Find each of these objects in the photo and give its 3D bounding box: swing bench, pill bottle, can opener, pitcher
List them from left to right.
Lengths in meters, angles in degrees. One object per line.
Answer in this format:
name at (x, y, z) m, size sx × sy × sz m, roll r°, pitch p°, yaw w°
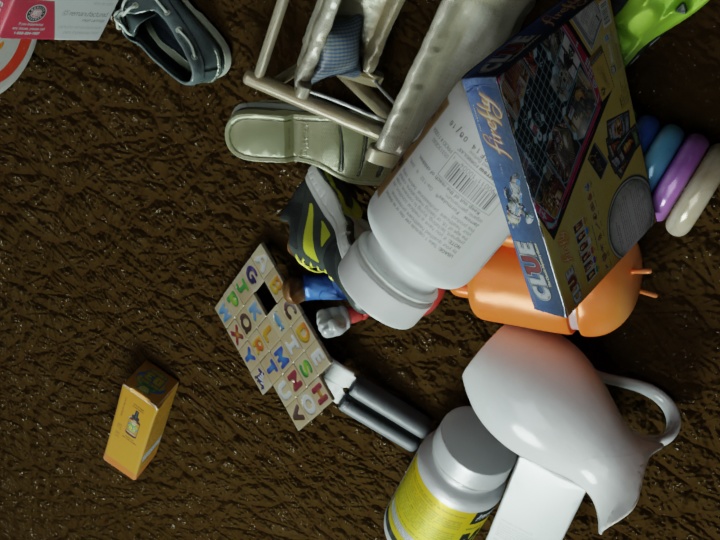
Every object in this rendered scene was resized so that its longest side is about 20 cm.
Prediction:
can opener at (0.000, 0.149, 1.052) m, size 0.199 × 0.067 × 0.053 m, roll 34°, pitch 121°, yaw -3°
swing bench at (0.032, -0.214, 0.737) m, size 0.198 × 0.130 × 0.200 m, roll 33°, pitch 130°, yaw 7°
pill bottle at (0.071, -0.051, 0.728) m, size 0.114 × 0.114 × 0.201 m, roll 39°, pitch 114°, yaw 1°
pill bottle at (0.107, 0.263, 1.022) m, size 0.113 × 0.114 × 0.202 m, roll 29°, pitch 131°, yaw 10°
pitcher at (0.216, 0.133, 0.856) m, size 0.200 × 0.171 × 0.122 m, roll 43°, pitch 142°, yaw 16°

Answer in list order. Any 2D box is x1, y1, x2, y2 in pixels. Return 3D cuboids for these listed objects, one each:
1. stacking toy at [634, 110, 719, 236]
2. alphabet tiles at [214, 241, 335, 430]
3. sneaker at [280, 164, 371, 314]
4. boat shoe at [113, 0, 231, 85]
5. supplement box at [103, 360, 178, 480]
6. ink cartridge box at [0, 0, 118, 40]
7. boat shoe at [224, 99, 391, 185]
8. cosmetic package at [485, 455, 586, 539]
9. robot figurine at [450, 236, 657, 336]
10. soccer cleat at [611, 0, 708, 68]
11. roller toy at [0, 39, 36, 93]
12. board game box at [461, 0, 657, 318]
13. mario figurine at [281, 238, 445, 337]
stacking toy at (0.213, -0.113, 0.739) m, size 0.198 × 0.085 × 0.086 m, roll 32°, pitch 132°, yaw 16°
alphabet tiles at (-0.104, 0.091, 1.044) m, size 0.202 × 0.007 × 0.167 m, roll 59°, pitch 139°, yaw 13°
sneaker at (-0.025, -0.021, 0.874) m, size 0.074 × 0.201 × 0.085 m, roll 25°, pitch 120°, yaw -39°
boat shoe at (-0.225, -0.272, 0.892) m, size 0.200 × 0.062 × 0.073 m, roll 43°, pitch 135°, yaw -1°
supplement box at (-0.335, 0.230, 1.291) m, size 0.066 × 0.069 × 0.201 m, roll 32°, pitch 133°, yaw 6°
ink cartridge box at (-0.276, -0.322, 0.793) m, size 0.086 × 0.147 × 0.201 m, roll 44°, pitch 116°, yaw 9°
boat shoe at (-0.035, -0.141, 0.865) m, size 0.197 × 0.069 × 0.076 m, roll 12°, pitch 123°, yaw -3°
cosmetic package at (0.205, 0.254, 0.963) m, size 0.080 × 0.113 × 0.202 m, roll 21°, pitch 127°, yaw 15°
robot figurine at (0.178, -0.001, 0.806) m, size 0.197 × 0.117 × 0.146 m, roll 9°, pitch 122°, yaw 26°
soccer cleat at (0.204, -0.199, 0.676) m, size 0.199 × 0.081 × 0.068 m, roll -32°, pitch 108°, yaw 37°
roller toy at (-0.452, -0.285, 0.932) m, size 0.138 × 0.200 × 0.185 m, roll 21°, pitch 109°, yaw 14°
board game box at (0.157, -0.086, 0.639) m, size 0.034 × 0.135 × 0.202 m, roll 15°, pitch 136°, yaw 49°
mario figurine at (0.000, 0.000, 0.916) m, size 0.197 × 0.106 × 0.125 m, roll 4°, pitch 121°, yaw 30°
